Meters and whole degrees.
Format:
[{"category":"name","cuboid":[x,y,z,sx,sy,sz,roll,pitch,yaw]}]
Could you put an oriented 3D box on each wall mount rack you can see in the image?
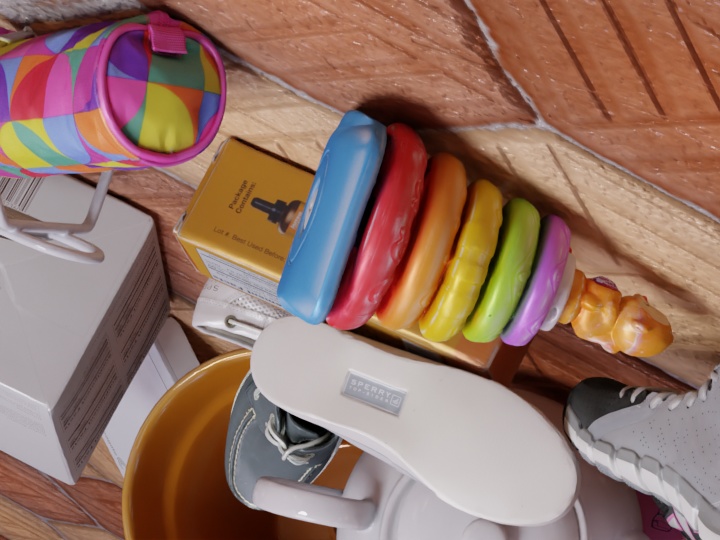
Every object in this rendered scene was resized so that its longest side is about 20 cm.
[{"category":"wall mount rack","cuboid":[-0.242,-0.069,1.763,0.200,0.075,0.174,21,-174,24]}]

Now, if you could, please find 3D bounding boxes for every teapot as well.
[{"category":"teapot","cuboid":[0.070,0.157,1.746,0.198,0.200,0.146,57,-177,7]}]

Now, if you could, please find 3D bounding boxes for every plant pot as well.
[{"category":"plant pot","cuboid":[-0.034,0.162,2.023,0.200,0.200,0.183,22,179,23]}]

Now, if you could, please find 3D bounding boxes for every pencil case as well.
[{"category":"pencil case","cuboid":[-0.152,-0.094,1.589,0.088,0.088,0.200,38,161,-30]}]

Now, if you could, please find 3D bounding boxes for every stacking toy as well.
[{"category":"stacking toy","cuboid":[0.067,0.000,1.507,0.200,0.110,0.116,19,180,-6]}]

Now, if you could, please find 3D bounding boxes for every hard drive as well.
[{"category":"hard drive","cuboid":[-0.154,0.101,2.187,0.132,0.027,0.200,63,157,-9]}]

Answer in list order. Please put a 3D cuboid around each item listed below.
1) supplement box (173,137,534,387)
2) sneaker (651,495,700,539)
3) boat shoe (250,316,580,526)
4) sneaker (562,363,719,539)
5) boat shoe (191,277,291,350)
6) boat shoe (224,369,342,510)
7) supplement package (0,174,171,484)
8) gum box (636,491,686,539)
[{"category":"supplement box","cuboid":[0.000,0.000,1.652,0.200,0.067,0.069,25,165,15]},{"category":"sneaker","cuboid":[0.195,0.115,1.665,0.086,0.080,0.200,36,160,13]},{"category":"boat shoe","cuboid":[0.034,0.084,1.622,0.200,0.072,0.069,18,180,21]},{"category":"sneaker","cuboid":[0.181,0.066,1.521,0.075,0.116,0.200,0,-159,-32]},{"category":"boat shoe","cuboid":[-0.013,0.062,1.854,0.200,0.069,0.071,29,164,0]},{"category":"boat shoe","cuboid":[-0.039,0.082,1.794,0.073,0.062,0.200,32,128,1]},{"category":"supplement package","cuboid":[-0.243,0.016,1.960,0.191,0.147,0.200,27,164,7]},{"category":"gum box","cuboid":[0.171,0.209,1.917,0.066,0.114,0.200,24,164,16]}]
